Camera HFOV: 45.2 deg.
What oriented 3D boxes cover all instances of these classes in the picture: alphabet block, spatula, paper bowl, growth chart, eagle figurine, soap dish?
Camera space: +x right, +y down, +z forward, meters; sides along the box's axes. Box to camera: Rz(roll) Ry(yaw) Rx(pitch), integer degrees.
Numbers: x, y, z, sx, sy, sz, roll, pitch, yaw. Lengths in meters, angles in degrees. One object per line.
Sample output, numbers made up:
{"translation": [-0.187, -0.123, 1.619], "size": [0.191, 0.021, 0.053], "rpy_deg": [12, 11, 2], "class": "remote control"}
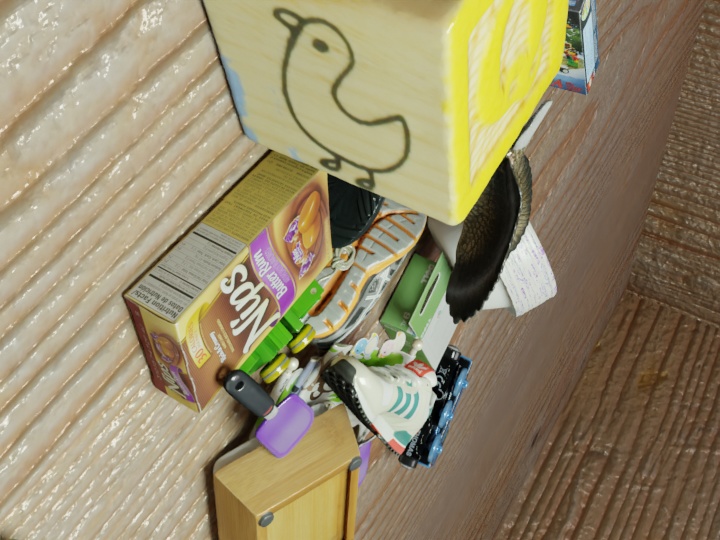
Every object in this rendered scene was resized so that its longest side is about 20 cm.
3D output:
{"translation": [0.027, -0.189, 0.625], "size": [0.198, 0.198, 0.196], "rpy_deg": [-55, 154, -25], "class": "alphabet block"}
{"translation": [-0.082, 0.122, 0.766], "size": [0.057, 0.020, 0.200], "rpy_deg": [-47, 158, -10], "class": "spatula"}
{"translation": [0.158, -0.033, 1.099], "size": [0.103, 0.202, 0.201], "rpy_deg": [-30, 154, 2], "class": "paper bowl"}
{"translation": [-0.025, 0.128, 0.932], "size": [0.198, 0.018, 0.146], "rpy_deg": [-2, 127, -42], "class": "growth chart"}
{"translation": [0.122, -0.069, 0.867], "size": [0.150, 0.150, 0.203], "rpy_deg": [-22, 101, -23], "class": "eagle figurine"}
{"translation": [0.021, 0.188, 1.043], "size": [0.056, 0.020, 0.202], "rpy_deg": [-26, 144, -57], "class": "spatula"}
{"translation": [-0.074, 0.252, 0.916], "size": [0.156, 0.081, 0.202], "rpy_deg": [-24, 137, -30], "class": "soap dish"}

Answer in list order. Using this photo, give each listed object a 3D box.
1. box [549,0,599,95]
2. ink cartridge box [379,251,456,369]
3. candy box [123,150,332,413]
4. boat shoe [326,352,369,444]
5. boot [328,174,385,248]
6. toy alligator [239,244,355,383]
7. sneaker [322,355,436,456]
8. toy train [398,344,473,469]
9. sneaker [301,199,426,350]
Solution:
{"translation": [0.113, -0.229, 0.781], "size": [0.038, 0.197, 0.137], "rpy_deg": [-66, 157, -9], "class": "box"}
{"translation": [0.081, 0.049, 1.155], "size": [0.105, 0.059, 0.200], "rpy_deg": [-61, 157, -14], "class": "ink cartridge box"}
{"translation": [-0.099, 0.004, 0.715], "size": [0.200, 0.056, 0.118], "rpy_deg": [-50, 153, -33], "class": "candy box"}
{"translation": [-0.017, 0.161, 1.034], "size": [0.070, 0.070, 0.201], "rpy_deg": [-59, 163, -25], "class": "boat shoe"}
{"translation": [0.025, -0.117, 0.869], "size": [0.201, 0.072, 0.162], "rpy_deg": [-69, 163, 9], "class": "boot"}
{"translation": [-0.073, 0.045, 0.819], "size": [0.054, 0.059, 0.200], "rpy_deg": [-30, -165, 52], "class": "toy alligator"}
{"translation": [0.029, 0.120, 0.912], "size": [0.093, 0.070, 0.200], "rpy_deg": [-46, 145, -10], "class": "sneaker"}
{"translation": [0.112, 0.213, 1.356], "size": [0.114, 0.086, 0.203], "rpy_deg": [35, 77, -76], "class": "toy train"}
{"translation": [0.000, 0.000, 0.917], "size": [0.200, 0.078, 0.078], "rpy_deg": [-48, 154, -19], "class": "sneaker"}
